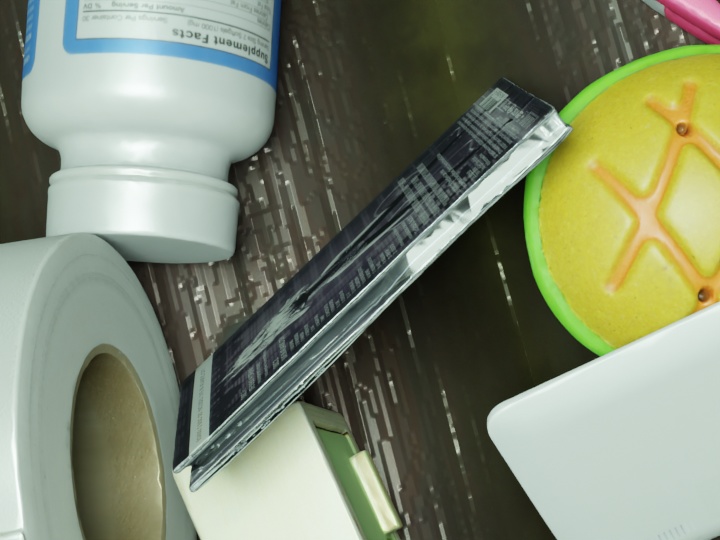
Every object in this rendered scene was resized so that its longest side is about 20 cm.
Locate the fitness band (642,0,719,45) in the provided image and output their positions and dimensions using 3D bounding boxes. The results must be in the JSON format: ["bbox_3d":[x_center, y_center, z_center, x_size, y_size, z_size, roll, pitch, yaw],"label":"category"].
[{"bbox_3d":[0.173,-0.169,0.861,0.200,0.037,0.144,36,91,15],"label":"fitness band"}]

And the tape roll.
[{"bbox_3d":[-0.162,0.092,0.820,0.139,0.203,0.203,-8,80,12],"label":"tape roll"}]

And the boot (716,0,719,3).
[{"bbox_3d":[0.205,-0.135,0.809,0.097,0.075,0.200,-27,54,-29],"label":"boot"}]

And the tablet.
[{"bbox_3d":[0.160,0.054,0.790,0.200,0.130,0.014,-26,43,9],"label":"tablet"}]

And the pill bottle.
[{"bbox_3d":[-0.090,-0.108,0.878,0.112,0.112,0.200,2,82,14],"label":"pill bottle"}]

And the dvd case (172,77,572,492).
[{"bbox_3d":[0.000,0.000,0.825,0.200,0.149,0.016,-43,100,4],"label":"dvd case"}]

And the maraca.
[{"bbox_3d":[0.163,-0.026,0.809,0.200,0.107,0.137,-8,89,-8],"label":"maraca"}]

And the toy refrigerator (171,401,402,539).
[{"bbox_3d":[0.000,0.158,0.834,0.070,0.076,0.200,-28,75,9],"label":"toy refrigerator"}]
